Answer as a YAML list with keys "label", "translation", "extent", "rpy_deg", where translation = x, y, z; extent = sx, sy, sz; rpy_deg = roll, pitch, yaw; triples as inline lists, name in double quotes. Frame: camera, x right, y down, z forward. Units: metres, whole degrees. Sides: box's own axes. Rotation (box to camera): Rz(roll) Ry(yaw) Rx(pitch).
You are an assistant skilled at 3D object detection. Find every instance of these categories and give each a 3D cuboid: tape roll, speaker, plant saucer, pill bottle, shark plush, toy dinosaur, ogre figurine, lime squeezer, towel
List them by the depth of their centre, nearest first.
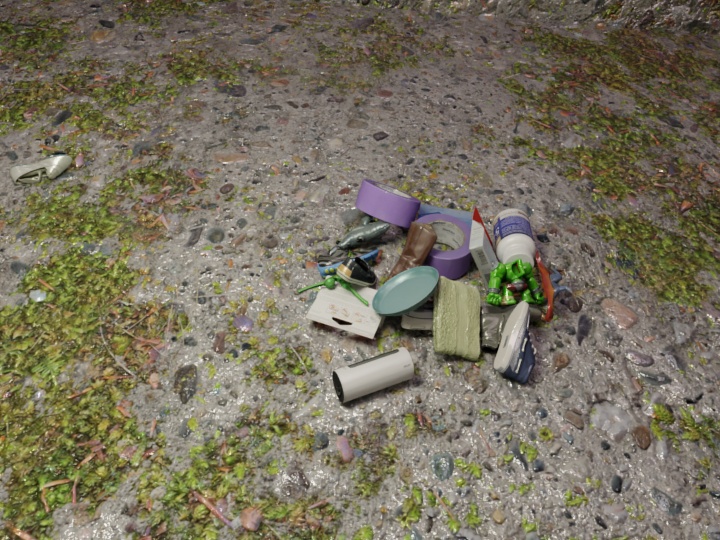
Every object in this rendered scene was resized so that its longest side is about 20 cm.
- label: "speaker"
  translation: [0.030, 0.256, 1.506]
  extent: [0.195, 0.083, 0.082]
  rpy_deg: [-16, 47, -19]
- label: "towel"
  translation: [0.254, 0.125, 1.613]
  extent: [0.145, 0.036, 0.206]
  rpy_deg: [14, 68, -21]
- label: "plant saucer"
  translation: [0.122, 0.059, 1.628]
  extent: [0.196, 0.028, 0.202]
  rpy_deg: [-25, 25, 12]
- label: "lime squeezer"
  translation: [-0.070, 0.049, 1.685]
  extent: [0.194, 0.038, 0.073]
  rpy_deg: [10, 73, 3]
- label: "toy dinosaur"
  translation: [0.522, 0.063, 1.716]
  extent: [0.199, 0.107, 0.180]
  rpy_deg: [38, 36, 20]
- label: "ogre figurine"
  translation: [0.432, 0.036, 1.725]
  extent: [0.193, 0.098, 0.124]
  rpy_deg: [-4, 80, -7]
- label: "tape roll"
  translation: [0.242, -0.073, 1.844]
  extent: [0.193, 0.086, 0.203]
  rpy_deg: [2, 45, -2]
- label: "pill bottle"
  translation: [0.464, -0.080, 1.852]
  extent: [0.116, 0.122, 0.203]
  rpy_deg: [5, 41, 1]
- label: "shark plush"
  translation: [-0.009, -0.107, 1.853]
  extent: [0.194, 0.094, 0.083]
  rpy_deg: [-15, 18, -12]
- label: "tape roll"
  translation: [0.085, -0.209, 1.911]
  extent: [0.195, 0.087, 0.200]
  rpy_deg: [19, 14, -5]

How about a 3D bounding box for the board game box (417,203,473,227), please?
- label: "board game box"
  translation: [0.284, -0.164, 1.998]
  extent: [0.194, 0.020, 0.104]
  rpy_deg: [10, 43, 5]

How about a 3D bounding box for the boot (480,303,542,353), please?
- label: "boot"
  translation: [0.407, 0.165, 1.659]
  extent: [0.193, 0.068, 0.134]
  rpy_deg: [-2, 57, -8]

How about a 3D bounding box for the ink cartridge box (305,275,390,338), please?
- label: "ink cartridge box"
  translation: [-0.031, 0.110, 1.672]
  extent: [0.194, 0.046, 0.178]
  rpy_deg: [16, 44, 12]

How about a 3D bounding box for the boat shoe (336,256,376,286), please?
- label: "boat shoe"
  translation: [0.000, 0.000, 1.710]
  extent: [0.074, 0.063, 0.199]
  rpy_deg: [35, 9, 24]

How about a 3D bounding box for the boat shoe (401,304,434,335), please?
- label: "boat shoe"
  translation: [0.195, 0.136, 1.651]
  extent: [0.195, 0.072, 0.071]
  rpy_deg: [5, 22, -30]

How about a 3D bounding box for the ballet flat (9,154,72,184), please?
- label: "ballet flat"
  translation: [-1.041, -0.323, 2.014]
  extent: [0.195, 0.071, 0.070]
  rpy_deg: [-16, 47, -15]

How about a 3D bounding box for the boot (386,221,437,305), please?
- label: "boot"
  translation: [0.182, -0.022, 1.723]
  extent: [0.184, 0.204, 0.064]
  rpy_deg: [30, 7, 26]

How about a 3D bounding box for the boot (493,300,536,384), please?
- label: "boot"
  translation: [0.416, 0.187, 1.588]
  extent: [0.089, 0.073, 0.204]
  rpy_deg: [29, 70, -7]

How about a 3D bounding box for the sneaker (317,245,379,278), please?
- label: "sneaker"
  translation: [-0.035, -0.041, 1.800]
  extent: [0.194, 0.071, 0.084]
  rpy_deg: [-15, 63, -16]

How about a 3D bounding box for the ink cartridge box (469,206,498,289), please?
- label: "ink cartridge box"
  translation: [0.375, -0.074, 1.815]
  extent: [0.046, 0.162, 0.203]
  rpy_deg: [-13, 37, 28]
